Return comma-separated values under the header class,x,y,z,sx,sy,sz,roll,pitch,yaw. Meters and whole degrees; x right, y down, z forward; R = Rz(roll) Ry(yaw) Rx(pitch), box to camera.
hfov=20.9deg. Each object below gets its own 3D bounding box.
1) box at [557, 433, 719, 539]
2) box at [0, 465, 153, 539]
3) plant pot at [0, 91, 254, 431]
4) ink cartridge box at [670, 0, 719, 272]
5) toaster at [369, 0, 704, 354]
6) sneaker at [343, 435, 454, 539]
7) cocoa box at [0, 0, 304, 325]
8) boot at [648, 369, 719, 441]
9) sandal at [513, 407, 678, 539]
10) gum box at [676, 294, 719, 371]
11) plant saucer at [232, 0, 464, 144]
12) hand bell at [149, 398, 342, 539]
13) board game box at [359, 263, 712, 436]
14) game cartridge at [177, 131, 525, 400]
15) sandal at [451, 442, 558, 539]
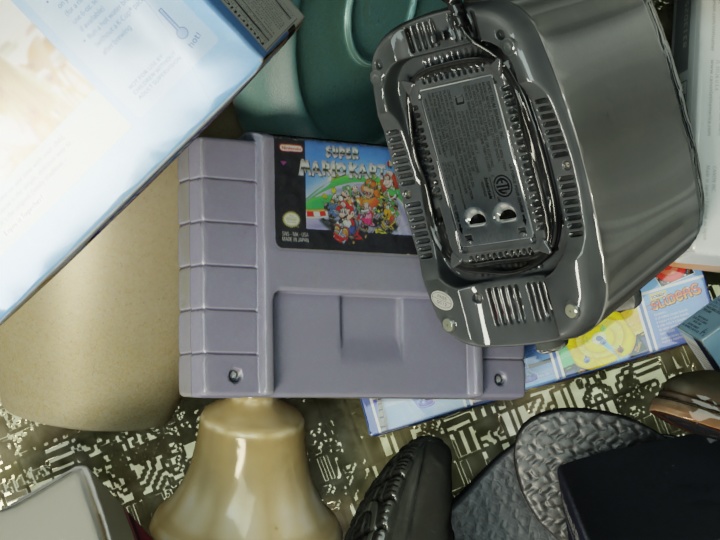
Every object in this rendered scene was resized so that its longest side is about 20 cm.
class,x,y,z,sx,sy,sz,roll,pitch,yaw
box,0.170,0.198,0.955,0.103,0.148,0.202,-11,102,1
box,-0.133,0.214,0.982,0.127,0.200,0.109,-30,46,3
plant pot,-0.137,-0.023,1.038,0.186,0.187,0.202,8,97,7
ink cartridge box,0.263,-0.075,1.052,0.198,0.050,0.164,7,80,-15
toaster,0.090,-0.067,0.969,0.113,0.129,0.202,-10,100,43
sneaker,0.031,0.186,1.000,0.090,0.076,0.202,13,76,-12
cocoa box,-0.144,-0.084,0.872,0.200,0.131,0.133,-42,97,15
boot,0.234,0.044,0.943,0.198,0.075,0.098,10,88,-20
sandal,0.170,0.123,1.043,0.198,0.045,0.076,16,95,-11
gum box,0.291,0.041,1.004,0.199,0.045,0.170,-36,102,-2
plant saucer,0.003,-0.140,1.013,0.027,0.200,0.202,19,86,30
hand bell,-0.055,0.044,1.014,0.103,0.104,0.202,6,107,7
board game box,0.083,-0.001,1.070,0.198,0.034,0.136,-16,83,4
game cartridge,0.000,0.000,0.985,0.199,0.038,0.131,3,88,-35
sandal,0.038,0.167,1.062,0.199,0.043,0.076,-32,89,-7
